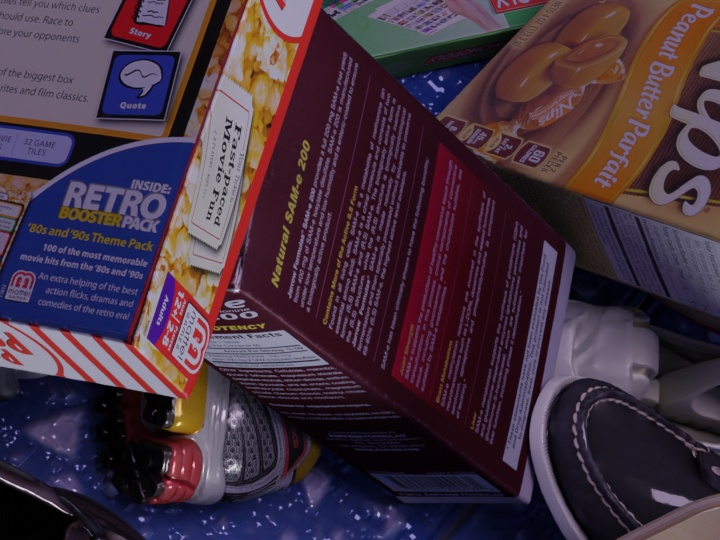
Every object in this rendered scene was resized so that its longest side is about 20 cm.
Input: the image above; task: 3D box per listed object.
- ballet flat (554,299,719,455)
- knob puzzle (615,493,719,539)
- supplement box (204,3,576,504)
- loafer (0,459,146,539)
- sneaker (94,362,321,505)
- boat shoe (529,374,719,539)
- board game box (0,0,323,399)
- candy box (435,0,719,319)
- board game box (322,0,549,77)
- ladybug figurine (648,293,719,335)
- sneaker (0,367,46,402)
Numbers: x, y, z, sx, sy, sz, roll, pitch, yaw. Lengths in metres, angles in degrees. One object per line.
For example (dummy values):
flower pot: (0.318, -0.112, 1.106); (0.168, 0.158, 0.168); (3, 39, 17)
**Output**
ballet flat: (0.122, 0.045, 0.940); (0.199, 0.069, 0.070); (15, 62, -20)
knob puzzle: (0.139, 0.159, 0.858); (0.218, 0.030, 0.222); (-4, 111, -11)
supplement box: (0.000, 0.000, 0.823); (0.200, 0.060, 0.110); (40, 55, -48)
loafer: (-0.125, 0.095, 0.765); (0.200, 0.063, 0.072); (39, 82, -27)
sneaker: (-0.055, -0.007, 0.878); (0.082, 0.078, 0.202); (8, 72, -31)
boat shoe: (0.143, 0.110, 0.891); (0.200, 0.060, 0.074); (49, 53, -22)
board game box: (-0.097, -0.069, 0.745); (0.150, 0.046, 0.201); (9, 69, 25)
candy box: (0.132, -0.049, 0.905); (0.115, 0.199, 0.055); (-46, 131, -21)
board game box: (0.019, -0.153, 1.000); (0.199, 0.029, 0.135); (-14, 75, -31)
ladybug figurine: (0.180, -0.020, 0.947); (0.136, 0.200, 0.072); (-43, 130, -16)
sneaker: (-0.144, -0.017, 0.827); (0.129, 0.079, 0.200); (23, 60, -17)
